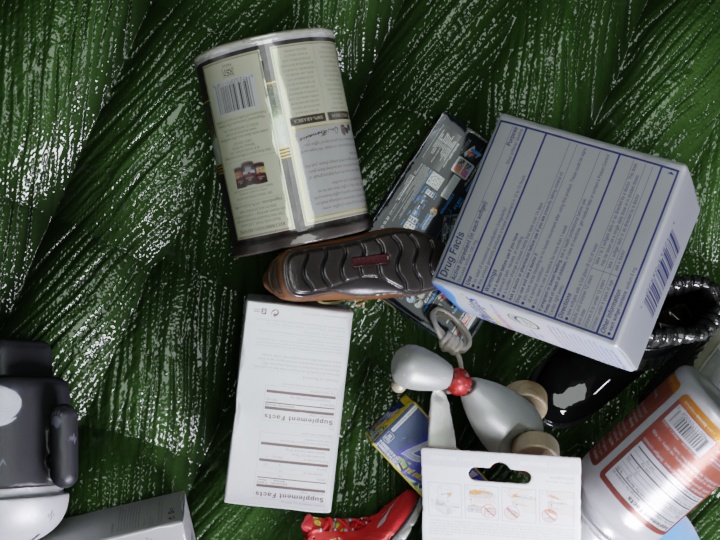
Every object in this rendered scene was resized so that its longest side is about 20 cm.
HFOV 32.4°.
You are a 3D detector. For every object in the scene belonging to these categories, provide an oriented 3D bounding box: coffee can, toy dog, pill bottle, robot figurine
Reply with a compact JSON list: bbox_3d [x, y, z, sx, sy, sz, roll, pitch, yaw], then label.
[{"bbox_3d":[-0.076,-0.126,1.240,0.144,0.146,0.203,-11,93,-5],"label":"coffee can"},{"bbox_3d":[0.108,0.145,1.252,0.199,0.132,0.097,39,121,-2],"label":"toy dog"},{"bbox_3d":[0.295,0.201,1.255,0.112,0.112,0.200,42,106,-5],"label":"pill bottle"},{"bbox_3d":[-0.349,0.171,1.231,0.123,0.150,0.203,0,82,-18],"label":"robot figurine"}]

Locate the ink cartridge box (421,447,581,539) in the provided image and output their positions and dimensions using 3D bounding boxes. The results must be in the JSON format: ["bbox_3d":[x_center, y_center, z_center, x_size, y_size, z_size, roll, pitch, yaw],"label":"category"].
[{"bbox_3d":[0.142,0.261,1.232,0.158,0.047,0.203,2,110,13],"label":"ink cartridge box"}]

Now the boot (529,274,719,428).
[{"bbox_3d":[0.266,0.082,1.268,0.210,0.158,0.080,-36,83,-5],"label":"boot"}]

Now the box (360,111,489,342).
[{"bbox_3d":[0.095,-0.041,1.308,0.158,0.046,0.201,33,89,-6],"label":"box"}]

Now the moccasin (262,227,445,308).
[{"bbox_3d":[0.000,0.002,1.238,0.199,0.078,0.075,-12,90,-25],"label":"moccasin"}]

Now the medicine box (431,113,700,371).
[{"bbox_3d":[0.198,-0.028,1.193,0.198,0.103,0.184,19,80,27],"label":"medicine box"}]

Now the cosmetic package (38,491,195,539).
[{"bbox_3d":[-0.266,0.308,1.261,0.197,0.085,0.109,-11,104,-4],"label":"cosmetic package"}]

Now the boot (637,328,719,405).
[{"bbox_3d":[0.419,0.157,1.341,0.200,0.073,0.182,42,90,-12],"label":"boot"}]

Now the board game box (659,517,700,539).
[{"bbox_3d":[0.272,0.329,1.340,0.197,0.039,0.160,3,90,5],"label":"board game box"}]

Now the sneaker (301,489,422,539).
[{"bbox_3d":[-0.024,0.285,1.295,0.199,0.077,0.085,-36,88,-2],"label":"sneaker"}]

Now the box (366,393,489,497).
[{"bbox_3d":[0.096,0.226,1.305,0.064,0.070,0.200,-44,95,-3],"label":"box"}]

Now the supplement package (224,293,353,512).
[{"bbox_3d":[-0.074,0.132,1.265,0.108,0.114,0.203,6,92,-4],"label":"supplement package"}]
